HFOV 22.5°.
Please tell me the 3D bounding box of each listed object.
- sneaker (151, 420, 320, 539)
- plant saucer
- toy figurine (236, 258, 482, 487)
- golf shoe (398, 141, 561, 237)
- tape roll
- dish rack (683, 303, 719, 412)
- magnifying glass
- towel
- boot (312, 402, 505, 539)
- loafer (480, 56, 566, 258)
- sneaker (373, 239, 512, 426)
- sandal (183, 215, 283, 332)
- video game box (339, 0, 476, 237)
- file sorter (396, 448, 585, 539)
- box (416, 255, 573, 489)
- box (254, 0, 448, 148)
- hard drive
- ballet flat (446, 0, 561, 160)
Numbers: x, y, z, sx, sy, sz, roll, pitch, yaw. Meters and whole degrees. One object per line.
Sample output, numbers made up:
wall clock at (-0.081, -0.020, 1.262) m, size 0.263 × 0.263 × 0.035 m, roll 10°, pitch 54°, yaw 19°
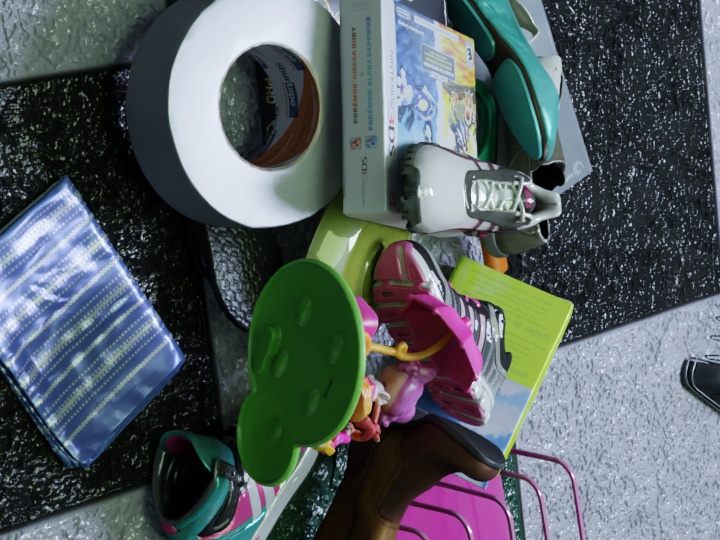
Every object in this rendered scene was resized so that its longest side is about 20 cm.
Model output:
sneaker at (-0.112, 0.155, 1.548) m, size 0.121 × 0.083 × 0.200 m, roll 46°, pitch 65°, yaw -44°
plant saucer at (0.000, 0.000, 1.597) m, size 0.200 × 0.031 × 0.200 m, roll -53°, pitch 154°, yaw -39°
toy figurine at (0.014, 0.089, 1.506) m, size 0.184 × 0.150 × 0.200 m, roll 2°, pitch 121°, yaw -39°
golf shoe at (0.097, -0.068, 1.515) m, size 0.200 × 0.088 × 0.077 m, roll 1°, pitch 89°, yaw -62°
tape roll at (-0.092, -0.135, 1.495) m, size 0.200 × 0.066 × 0.201 m, roll -3°, pitch 95°, yaw -38°
dish rack at (0.452, 0.069, 2.048) m, size 0.153 × 0.054 × 0.200 m, roll 34°, pitch 69°, yaw -39°
magnifying glass at (0.112, -0.087, 1.717) m, size 0.080 × 0.022 × 0.200 m, roll -43°, pitch 127°, yaw -45°
towel at (-0.234, 0.045, 1.469) m, size 0.145 × 0.024 × 0.200 m, roll -46°, pitch 121°, yaw -30°
boot at (0.027, 0.218, 1.580) m, size 0.068 × 0.188 × 0.200 m, roll 28°, pitch 84°, yaw -42°
loafer at (0.169, -0.106, 1.718) m, size 0.075 × 0.069 × 0.201 m, roll 29°, pitch 70°, yaw -56°
sneaker at (0.079, 0.042, 1.625) m, size 0.087 × 0.074 × 0.200 m, roll -51°, pitch 125°, yaw -35°
sandal at (-0.123, -0.043, 1.550) m, size 0.075 × 0.048 × 0.201 m, roll -26°, pitch 97°, yaw -36°
video game box at (0.044, -0.128, 1.560) m, size 0.200 × 0.047 × 0.183 m, roll 9°, pitch 81°, yaw -63°
file sorter at (0.103, 0.262, 1.710) m, size 0.200 × 0.125 × 0.139 m, roll -22°, pitch 108°, yaw -38°
box at (0.107, 0.099, 1.706) m, size 0.200 × 0.122 × 0.048 m, roll -63°, pitch 168°, yaw -18°
box at (-0.005, -0.188, 1.634) m, size 0.200 × 0.049 × 0.162 m, roll -12°, pitch 104°, yaw -39°
hard drive at (0.150, -0.158, 1.781) m, size 0.139 × 0.033 × 0.200 m, roll -34°, pitch 114°, yaw -34°
ballet flat at (0.146, -0.199, 1.678) m, size 0.070 × 0.067 × 0.200 m, roll -24°, pitch 77°, yaw -22°
